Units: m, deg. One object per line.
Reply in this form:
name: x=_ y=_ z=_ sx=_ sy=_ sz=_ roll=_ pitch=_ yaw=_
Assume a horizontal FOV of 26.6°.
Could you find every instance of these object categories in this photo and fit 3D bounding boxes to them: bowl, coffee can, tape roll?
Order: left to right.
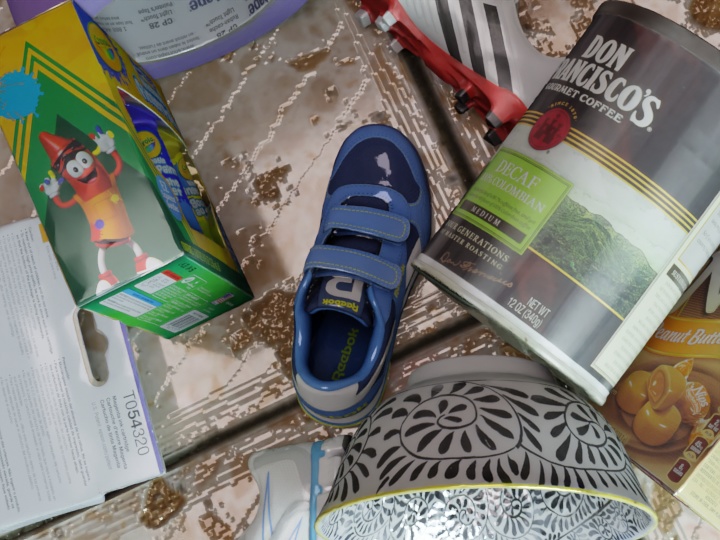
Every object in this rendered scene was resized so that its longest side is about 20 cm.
tape roll: x=-0.127 y=-0.198 z=0.963 sx=0.200 sy=0.200 sz=0.085 roll=-23 pitch=80 yaw=5
bowl: x=0.072 y=0.108 z=0.901 sx=0.200 sy=0.201 sz=0.094 roll=-3 pitch=68 yaw=8
coffee can: x=0.147 y=-0.040 z=0.927 sx=0.146 sy=0.146 sz=0.200 roll=36 pitch=89 yaw=11

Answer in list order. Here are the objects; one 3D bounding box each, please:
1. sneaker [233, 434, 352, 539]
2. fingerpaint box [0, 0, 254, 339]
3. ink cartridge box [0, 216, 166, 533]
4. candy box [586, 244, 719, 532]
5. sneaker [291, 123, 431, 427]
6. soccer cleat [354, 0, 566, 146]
sneaker: x=-0.044 y=0.206 z=0.969 sx=0.087 sy=0.075 sz=0.200 roll=-2 pitch=76 yaw=18
fingerpaint box: x=-0.146 y=-0.054 z=0.946 sx=0.073 sy=0.200 sz=0.167 roll=-26 pitch=79 yaw=3
ink cartridge box: x=-0.243 y=0.074 z=1.025 sx=0.200 sy=0.043 sz=0.197 roll=-17 pitch=79 yaw=4
candy box: x=0.233 y=0.045 z=0.916 sx=0.055 sy=0.115 sz=0.200 roll=38 pitch=90 yaw=-30
sneaker: x=0.000 y=0.000 z=0.977 sx=0.074 sy=0.082 sz=0.200 roll=7 pitch=82 yaw=11
soccer cleat: x=0.060 y=-0.172 z=1.003 sx=0.085 sy=0.069 sz=0.200 roll=-42 pitch=80 yaw=-10
